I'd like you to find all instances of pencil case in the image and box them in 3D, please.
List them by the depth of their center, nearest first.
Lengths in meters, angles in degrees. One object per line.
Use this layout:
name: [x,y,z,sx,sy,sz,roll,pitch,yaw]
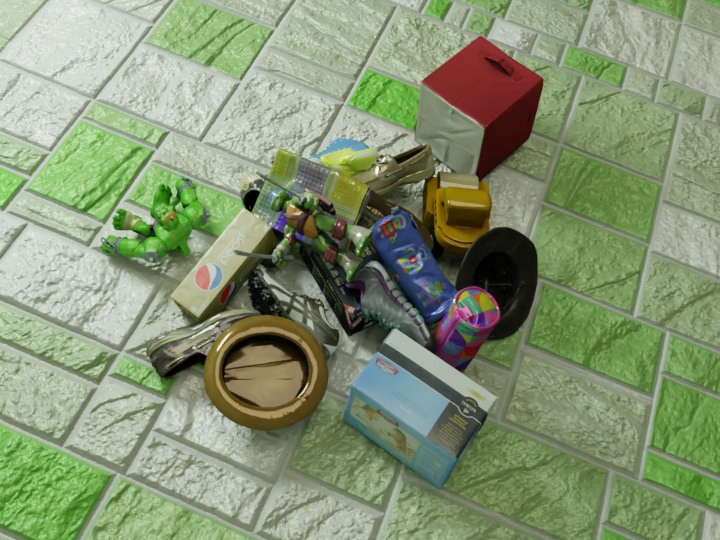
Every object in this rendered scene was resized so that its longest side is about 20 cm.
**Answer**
pencil case: [0.159,0.113,1.455,0.087,0.201,0.089,10,50,-12]
pencil case: [0.091,-0.008,1.485,0.086,0.078,0.201,-32,90,-10]

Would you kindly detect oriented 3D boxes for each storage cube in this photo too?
storage cube: [0.229,-0.311,1.743,0.171,0.201,0.179,40,64,21]

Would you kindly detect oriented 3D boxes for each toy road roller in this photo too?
toy road roller: [0.187,-0.119,1.637,0.121,0.147,0.202,6,56,-6]

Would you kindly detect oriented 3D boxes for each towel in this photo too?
towel: [-0.087,-0.116,1.549,0.198,0.023,0.145,26,94,15]

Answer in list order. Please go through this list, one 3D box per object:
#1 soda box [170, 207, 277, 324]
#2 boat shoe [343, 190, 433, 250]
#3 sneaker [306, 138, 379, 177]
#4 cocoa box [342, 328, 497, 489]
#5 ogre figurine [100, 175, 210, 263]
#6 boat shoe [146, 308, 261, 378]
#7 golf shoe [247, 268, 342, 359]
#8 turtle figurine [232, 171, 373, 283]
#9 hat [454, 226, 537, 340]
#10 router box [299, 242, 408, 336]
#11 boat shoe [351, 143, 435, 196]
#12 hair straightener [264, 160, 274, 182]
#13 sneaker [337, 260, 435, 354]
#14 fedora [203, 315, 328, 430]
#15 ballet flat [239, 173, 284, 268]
soda box: [-0.230,-0.004,1.511,0.067,0.064,0.201,33,75,17]
boat shoe: [0.041,-0.083,1.574,0.199,0.063,0.073,38,42,11]
sneaker: [-0.061,-0.202,1.711,0.197,0.077,0.105,-10,33,-8]
cocoa box: [0.090,0.220,1.405,0.199,0.134,0.131,33,58,13]
ogre figurine: [-0.349,-0.082,1.564,0.119,0.099,0.199,29,39,32]
boat shoe: [-0.250,0.125,1.459,0.197,0.075,0.074,-20,71,-11]
golf shoe: [-0.113,0.070,1.512,0.094,0.078,0.201,-33,80,-37]
turtle figurine: [-0.091,-0.054,1.440,0.192,0.200,0.145,29,99,9]
hat: [0.226,0.017,1.571,0.198,0.203,0.081,-21,22,-21]
router box: [0.000,0.000,1.579,0.148,0.062,0.201,-21,62,-23]
boat shoe: [0.047,-0.187,1.649,0.198,0.066,0.072,-18,29,-17]
hair straightener: [-0.091,-0.129,1.652,0.198,0.078,0.041,24,9,-17]
sneaker: [0.042,0.079,1.466,0.087,0.075,0.201,-29,58,-14]
fedora: [-0.152,0.172,1.423,0.197,0.082,0.203,4,65,-8]
ballet flat: [-0.182,-0.096,1.607,0.056,0.066,0.202,11,49,-47]
